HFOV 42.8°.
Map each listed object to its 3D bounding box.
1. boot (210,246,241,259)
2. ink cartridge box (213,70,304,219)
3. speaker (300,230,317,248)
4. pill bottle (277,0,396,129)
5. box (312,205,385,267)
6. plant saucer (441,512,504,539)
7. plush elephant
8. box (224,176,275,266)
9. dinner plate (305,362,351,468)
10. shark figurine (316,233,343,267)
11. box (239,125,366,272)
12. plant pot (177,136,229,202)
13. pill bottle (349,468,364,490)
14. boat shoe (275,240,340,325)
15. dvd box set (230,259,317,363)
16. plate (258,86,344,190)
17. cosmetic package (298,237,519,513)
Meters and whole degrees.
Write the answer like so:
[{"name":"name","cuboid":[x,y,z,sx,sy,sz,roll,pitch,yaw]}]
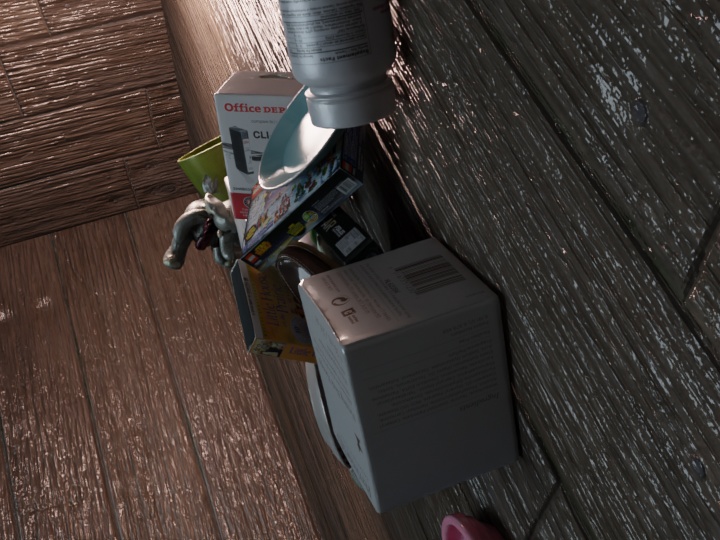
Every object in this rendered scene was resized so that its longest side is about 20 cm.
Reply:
[{"name":"boot","cuboid":[-0.224,-0.043,1.958,0.200,0.184,0.065,-151,65,-77]},{"name":"ink cartridge box","cuboid":[-0.118,-0.176,1.320,0.084,0.143,0.202,-63,-27,-55]},{"name":"speaker","cuboid":[-0.085,-0.046,1.447,0.201,0.087,0.089,-97,0,-53]},{"name":"pill bottle","cuboid":[-0.024,-0.256,0.940,0.113,0.112,0.202,-132,28,-62]},{"name":"box","cuboid":[0.012,-0.002,1.114,0.160,0.043,0.200,49,180,-27]},{"name":"plant saucer","cuboid":[0.160,0.390,1.118,0.200,0.050,0.202,164,90,-77]},{"name":"plush elephant","cuboid":[-0.281,-0.086,1.840,0.154,0.164,0.202,15,96,49]},{"name":"box","cuboid":[-0.155,-0.066,1.709,0.200,0.130,0.200,-124,21,-55]},{"name":"dinner plate","cuboid":[-0.044,0.164,1.216,0.200,0.024,0.202,-13,-90,-84]},{"name":"shark figurine","cuboid":[-0.016,-0.011,1.323,0.128,0.089,0.216,-32,82,42]},{"name":"box","cuboid":[-0.071,-0.105,1.137,0.200,0.040,0.138,-39,32,34]},{"name":"plant pot","cuboid":[-0.267,-0.188,1.985,0.201,0.186,0.187,65,170,-15]},{"name":"pill bottle","cuboid":[0.044,0.250,1.296,0.200,0.112,0.114,106,145,-67]},{"name":"boat shoe","cuboid":[-0.030,0.051,1.092,0.200,0.070,0.070,42,144,3]},{"name":"dvd box set","cuboid":[-0.059,0.059,1.162,0.030,0.198,0.147,-59,32,31]},{"name":"plate","cuboid":[-0.055,-0.177,1.114,0.025,0.201,0.200,33,-175,-25]},{"name":"cosmetic package","cuboid":[0.050,0.104,0.962,0.167,0.165,0.202,-131,26,-61]}]
